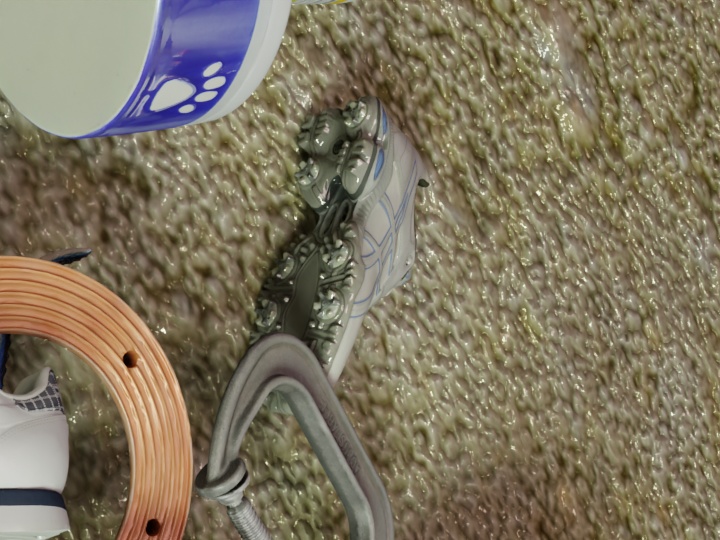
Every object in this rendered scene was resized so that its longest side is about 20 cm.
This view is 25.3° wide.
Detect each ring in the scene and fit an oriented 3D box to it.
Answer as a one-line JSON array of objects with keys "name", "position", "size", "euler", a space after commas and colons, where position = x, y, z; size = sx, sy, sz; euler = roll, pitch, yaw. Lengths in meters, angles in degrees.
[{"name": "ring", "position": [-0.165, 0.095, 0.742], "size": [0.199, 0.019, 0.203], "euler": [3, 85, -38]}]

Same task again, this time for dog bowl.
[{"name": "dog bowl", "position": [-0.122, -0.167, 0.782], "size": [0.078, 0.199, 0.202], "euler": [-15, 93, -39]}]

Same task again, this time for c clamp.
[{"name": "c clamp", "position": [-0.032, 0.142, 0.843], "size": [0.171, 0.027, 0.201], "euler": [-49, 124, -47]}]

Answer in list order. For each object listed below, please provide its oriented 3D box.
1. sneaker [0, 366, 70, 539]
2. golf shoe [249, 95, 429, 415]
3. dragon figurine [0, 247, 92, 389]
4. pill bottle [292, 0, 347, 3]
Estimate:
[{"name": "sneaker", "position": [-0.211, 0.069, 0.659], "size": [0.199, 0.076, 0.081], "euler": [13, 68, -41]}, {"name": "golf shoe", "position": [0.000, 0.000, 0.951], "size": [0.097, 0.078, 0.202], "euler": [34, 63, -40]}, {"name": "dragon figurine", "position": [-0.191, 0.080, 0.771], "size": [0.200, 0.059, 0.100], "euler": [-47, 116, -31]}, {"name": "pill bottle", "position": [-0.041, -0.208, 0.912], "size": [0.199, 0.111, 0.113], "euler": [-10, 89, -43]}]
